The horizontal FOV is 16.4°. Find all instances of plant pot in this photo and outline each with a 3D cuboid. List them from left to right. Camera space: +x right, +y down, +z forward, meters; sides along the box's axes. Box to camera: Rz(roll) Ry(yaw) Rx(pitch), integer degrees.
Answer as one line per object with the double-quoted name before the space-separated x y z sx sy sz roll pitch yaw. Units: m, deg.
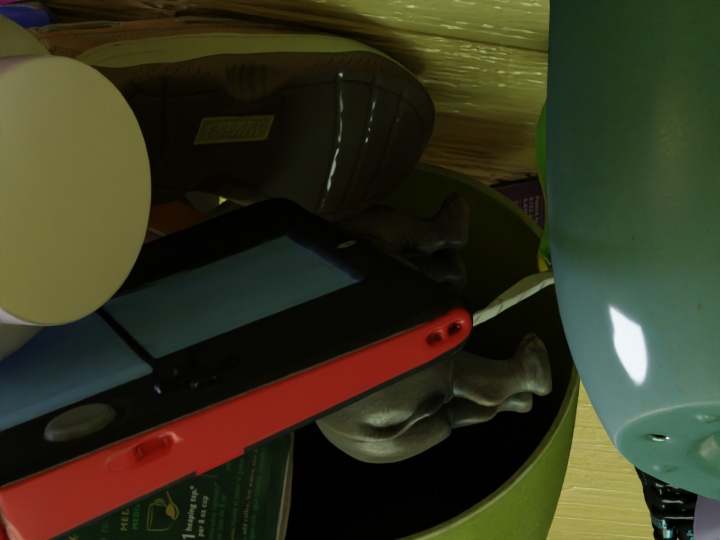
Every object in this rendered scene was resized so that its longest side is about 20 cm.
"plant pot" 0.009 0.086 1.065 0.186 0.188 0.200 0 145 10
"plant pot" 0.145 -0.017 0.743 0.199 0.162 0.201 9 162 3

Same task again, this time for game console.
"game console" -0.074 0.026 0.762 0.176 0.031 0.200 -25 -163 -11

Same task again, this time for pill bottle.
"pill bottle" -0.160 -0.026 0.773 0.199 0.113 0.112 3 171 41

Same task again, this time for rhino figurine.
"rhino figurine" 0.000 0.000 0.962 0.087 0.200 0.060 -14 130 -11

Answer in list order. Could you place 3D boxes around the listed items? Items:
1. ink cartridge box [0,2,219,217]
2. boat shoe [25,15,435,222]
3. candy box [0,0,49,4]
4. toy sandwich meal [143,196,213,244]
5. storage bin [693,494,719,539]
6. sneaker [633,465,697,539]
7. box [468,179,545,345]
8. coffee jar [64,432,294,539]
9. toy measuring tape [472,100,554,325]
"ink cartridge box" -0.177 -0.053 0.990 0.198 0.041 0.200 -1 167 17
"boat shoe" -0.053 -0.065 0.888 0.076 0.072 0.200 35 -163 32
"candy box" -0.146 -0.122 0.619 0.136 0.061 0.200 -1 168 26
"toy sandwich meal" -0.146 -0.005 0.945 0.204 0.071 0.205 3 165 1
"storage bin" 0.207 0.037 0.900 0.134 0.201 0.146 13 167 -8
"sneaker" 0.149 0.077 1.074 0.073 0.082 0.200 1 161 30
"box" 0.146 -0.004 1.081 0.199 0.075 0.100 -12 161 43
"coffee jar" -0.125 0.072 0.890 0.199 0.105 0.085 8 -173 -5
"toy measuring tape" 0.069 -0.031 0.889 0.199 0.074 0.073 -25 -177 -31
